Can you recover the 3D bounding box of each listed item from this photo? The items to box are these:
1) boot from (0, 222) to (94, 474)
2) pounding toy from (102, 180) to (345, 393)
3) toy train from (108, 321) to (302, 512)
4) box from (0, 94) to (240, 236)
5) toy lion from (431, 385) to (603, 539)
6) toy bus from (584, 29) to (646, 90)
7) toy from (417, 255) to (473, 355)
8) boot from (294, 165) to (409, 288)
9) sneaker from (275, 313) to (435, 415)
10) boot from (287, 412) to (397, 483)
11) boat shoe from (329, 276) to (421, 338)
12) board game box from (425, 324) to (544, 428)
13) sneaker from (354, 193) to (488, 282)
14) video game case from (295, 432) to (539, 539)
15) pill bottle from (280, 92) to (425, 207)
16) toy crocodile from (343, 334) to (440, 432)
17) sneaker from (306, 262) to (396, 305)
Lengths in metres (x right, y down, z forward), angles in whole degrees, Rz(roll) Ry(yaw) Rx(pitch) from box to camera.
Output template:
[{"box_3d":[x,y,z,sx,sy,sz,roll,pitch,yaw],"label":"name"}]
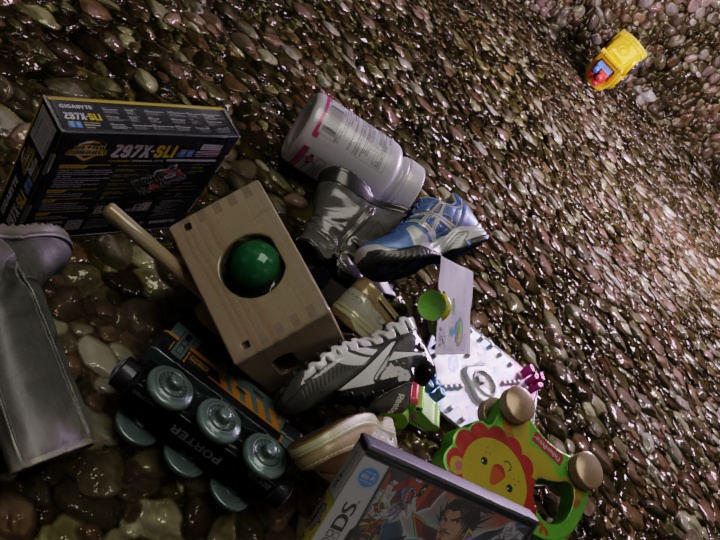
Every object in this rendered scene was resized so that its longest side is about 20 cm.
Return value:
[{"box_3d":[-0.273,0.060,0.604,0.201,0.072,0.182,59,12,3],"label":"boot"},{"box_3d":[-0.125,0.014,0.709,0.185,0.142,0.200,59,-5,20],"label":"pounding toy"},{"box_3d":[-0.138,0.137,0.665,0.200,0.085,0.114,39,27,-9],"label":"toy train"},{"box_3d":[-0.244,-0.102,0.722,0.199,0.160,0.049,-11,61,-48],"label":"box"},{"box_3d":[0.184,0.256,0.859,0.200,0.069,0.192,43,52,-5],"label":"toy lion"},{"box_3d":[0.821,-0.669,2.351,0.192,0.200,0.136,-40,83,-18],"label":"toy bus"},{"box_3d":[0.107,0.049,0.908,0.200,0.047,0.116,19,74,-72],"label":"toy"},{"box_3d":[0.009,-0.028,0.876,0.199,0.068,0.131,29,58,-27],"label":"boot"},{"box_3d":[0.008,0.114,0.725,0.199,0.067,0.091,-20,66,-41],"label":"sneaker"},{"box_3d":[0.007,0.222,0.678,0.200,0.072,0.155,30,40,-67],"label":"boot"},{"box_3d":[0.040,0.070,0.857,0.074,0.067,0.200,33,-4,38],"label":"boat shoe"},{"box_3d":[0.177,0.158,0.995,0.200,0.026,0.200,39,36,-8],"label":"board game box"},{"box_3d":[0.066,-0.041,0.850,0.199,0.076,0.077,-16,78,-41],"label":"sneaker"},{"box_3d":[0.038,0.262,0.637,0.199,0.181,0.026,29,7,-20],"label":"video game case"},{"box_3d":[-0.009,-0.166,1.056,0.199,0.113,0.114,31,38,-19],"label":"pill bottle"},{"box_3d":[0.019,0.129,0.838,0.200,0.062,0.068,36,37,-13],"label":"toy crocodile"},{"box_3d":[0.000,0.000,0.942,0.115,0.080,0.199,48,39,-6],"label":"sneaker"}]
